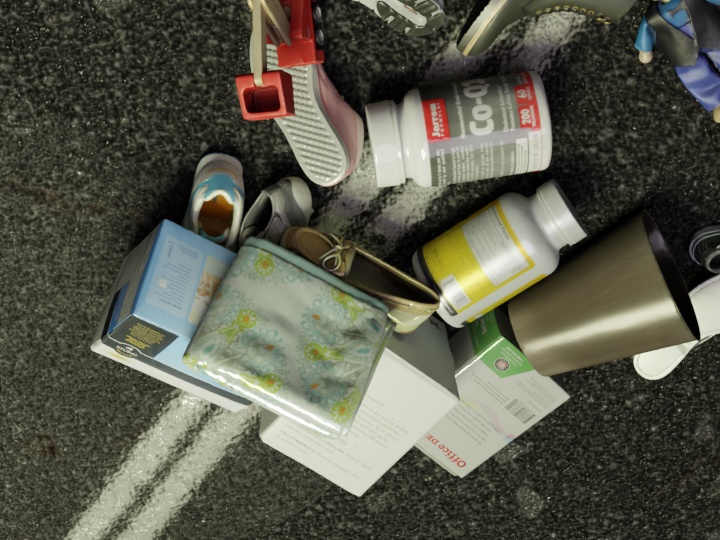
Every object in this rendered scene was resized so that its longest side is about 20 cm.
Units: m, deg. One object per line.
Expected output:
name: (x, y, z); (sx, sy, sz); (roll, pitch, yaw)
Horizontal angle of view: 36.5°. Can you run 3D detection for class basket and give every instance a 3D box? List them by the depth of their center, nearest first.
basket: (0.298, 0.043, 1.369); (0.199, 0.181, 0.136); (-26, 148, 23)

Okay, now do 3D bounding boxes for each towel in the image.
towel: (-0.072, 0.073, 1.199); (0.199, 0.172, 0.048); (27, 146, -4)

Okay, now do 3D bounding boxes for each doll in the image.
doll: (0.382, -0.268, 1.233); (0.136, 0.049, 0.200); (-35, 112, 26)

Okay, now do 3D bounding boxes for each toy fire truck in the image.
toy fire truck: (-0.085, -0.257, 1.113); (0.048, 0.141, 0.201); (-4, 98, 19)

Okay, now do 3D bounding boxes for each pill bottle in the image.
pill bottle: (0.110, -0.157, 1.244); (0.199, 0.114, 0.114); (-9, 123, 1)
pill bottle: (0.171, -0.024, 1.333); (0.199, 0.112, 0.112); (-33, 119, 15)

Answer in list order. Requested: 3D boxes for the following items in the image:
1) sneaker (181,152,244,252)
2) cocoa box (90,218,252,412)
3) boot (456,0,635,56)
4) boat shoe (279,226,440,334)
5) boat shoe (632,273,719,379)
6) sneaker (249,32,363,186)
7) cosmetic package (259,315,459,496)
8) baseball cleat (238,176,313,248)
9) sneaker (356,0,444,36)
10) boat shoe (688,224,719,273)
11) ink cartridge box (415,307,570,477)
sneaker: (-0.183, -0.038, 1.315); (0.076, 0.081, 0.201); (5, 127, -8)
cocoa box: (-0.184, 0.057, 1.269); (0.199, 0.134, 0.131); (27, 146, -23)
boot: (0.211, -0.284, 1.183); (0.138, 0.078, 0.200); (35, 114, -14)
boat shoe: (0.000, 0.002, 1.279); (0.200, 0.073, 0.063); (34, 137, -13)
boat shoe: (0.442, 0.063, 1.446); (0.073, 0.062, 0.200); (45, 108, 0)
sneaker: (-0.057, -0.194, 1.242); (0.075, 0.105, 0.201); (-23, 92, 20)
cosmetic package: (-0.004, 0.139, 1.390); (0.166, 0.168, 0.200); (34, 113, -21)
baseball cleat: (-0.106, -0.015, 1.326); (0.069, 0.106, 0.201); (20, 122, 36)
sneaker: (0.009, -0.332, 1.143); (0.200, 0.091, 0.078); (32, 144, -32)
boat shoe: (0.522, -0.028, 1.382); (0.199, 0.071, 0.072); (-12, 122, 4)
ink cartridge box: (0.155, 0.165, 1.467); (0.200, 0.088, 0.145); (-42, 116, 18)
